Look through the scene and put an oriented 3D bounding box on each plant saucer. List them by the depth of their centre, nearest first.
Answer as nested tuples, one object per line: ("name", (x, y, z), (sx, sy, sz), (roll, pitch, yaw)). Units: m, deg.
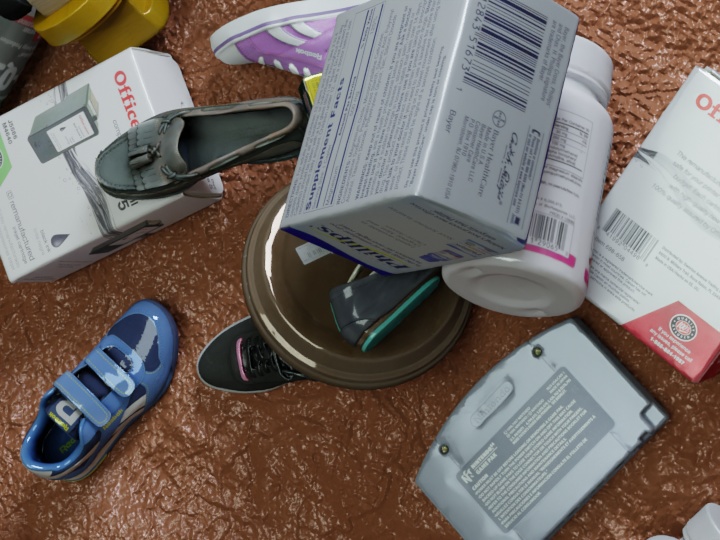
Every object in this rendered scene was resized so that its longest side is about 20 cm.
("plant saucer", (0.000, 0.000, 1.493), (0.198, 0.030, 0.202), (3, 67, -8))

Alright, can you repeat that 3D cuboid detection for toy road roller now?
("toy road roller", (-0.243, -0.278, 1.616), (0.122, 0.146, 0.201), (-27, 36, 27))

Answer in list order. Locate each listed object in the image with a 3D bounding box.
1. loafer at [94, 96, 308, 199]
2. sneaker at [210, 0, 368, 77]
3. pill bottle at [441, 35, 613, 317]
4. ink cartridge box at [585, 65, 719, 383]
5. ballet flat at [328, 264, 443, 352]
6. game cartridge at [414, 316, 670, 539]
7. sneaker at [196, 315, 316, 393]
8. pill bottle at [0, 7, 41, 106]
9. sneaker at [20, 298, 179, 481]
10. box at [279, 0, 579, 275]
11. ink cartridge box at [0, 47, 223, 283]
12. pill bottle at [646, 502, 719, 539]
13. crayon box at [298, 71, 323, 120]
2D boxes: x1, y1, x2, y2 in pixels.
("loafer", (-0.136, -0.111, 1.520), (0.198, 0.063, 0.073), (-14, 83, 6))
("sneaker", (-0.036, -0.174, 1.550), (0.198, 0.073, 0.116), (-7, 91, 23))
("pill bottle", (0.135, -0.076, 1.392), (0.112, 0.113, 0.202), (4, 68, 23))
("ink cartridge box", (0.272, -0.037, 1.406), (0.144, 0.084, 0.201), (39, 108, 18))
("ballet flat", (0.055, -0.015, 1.457), (0.199, 0.073, 0.073), (-35, 74, -19))
("game cartridge", (0.144, 0.142, 1.492), (0.200, 0.041, 0.133), (-47, 69, 17))
("sneaker", (-0.071, 0.067, 1.550), (0.198, 0.099, 0.072), (-12, 87, 24))
("pill bottle", (-0.378, -0.192, 1.674), (0.114, 0.114, 0.201), (39, 105, 18))
("sneaker", (-0.237, 0.114, 1.632), (0.074, 0.082, 0.201), (39, 103, 20))
("box", (0.048, -0.107, 1.333), (0.199, 0.104, 0.186), (-10, 61, 58))
("ink cartridge box", (-0.244, -0.094, 1.631), (0.199, 0.084, 0.147), (-25, 81, 21))
("pill bottle", (0.234, 0.281, 1.412), (0.111, 0.111, 0.200), (46, 107, 16))
("crayon box", (0.061, -0.123, 1.481), (0.198, 0.051, 0.128), (-17, 88, -7))
